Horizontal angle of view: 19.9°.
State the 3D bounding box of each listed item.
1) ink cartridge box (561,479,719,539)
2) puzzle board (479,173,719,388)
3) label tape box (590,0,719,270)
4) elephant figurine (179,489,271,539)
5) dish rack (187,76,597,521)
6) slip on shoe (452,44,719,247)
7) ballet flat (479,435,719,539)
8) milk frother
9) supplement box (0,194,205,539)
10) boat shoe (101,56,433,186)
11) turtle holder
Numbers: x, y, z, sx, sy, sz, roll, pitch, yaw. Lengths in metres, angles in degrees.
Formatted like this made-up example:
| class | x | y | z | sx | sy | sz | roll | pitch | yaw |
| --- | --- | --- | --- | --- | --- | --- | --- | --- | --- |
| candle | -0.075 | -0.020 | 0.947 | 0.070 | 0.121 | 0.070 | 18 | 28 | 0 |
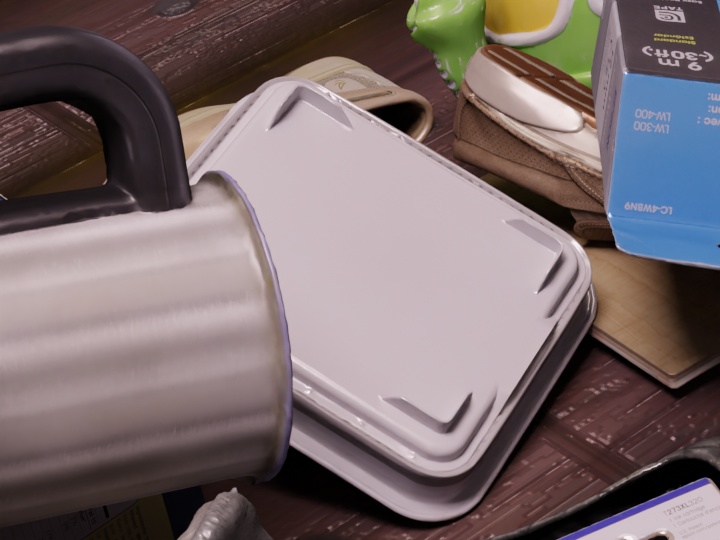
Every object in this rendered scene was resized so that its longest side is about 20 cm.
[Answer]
| class | x | y | z | sx | sy | sz | roll | pitch | yaw |
| --- | --- | --- | --- | --- | --- | --- | --- | --- | --- |
| ink cartridge box | 0.131 | 0.161 | 0.710 | 0.094 | 0.037 | 0.200 | -20 | 43 | -13 |
| puzzle board | 0.145 | -0.017 | 1.016 | 0.150 | 0.018 | 0.200 | -27 | 37 | -24 |
| label tape box | 0.180 | -0.068 | 0.912 | 0.142 | 0.067 | 0.200 | 7 | 27 | 0 |
| elephant figurine | -0.056 | 0.145 | 0.709 | 0.154 | 0.142 | 0.200 | 19 | 46 | 40 |
| dish rack | 0.000 | 0.000 | 0.917 | 0.199 | 0.044 | 0.172 | 32 | 54 | 8 |
| slip on shoe | 0.127 | -0.041 | 0.993 | 0.199 | 0.061 | 0.076 | 31 | 21 | 23 |
| ballet flat | 0.098 | 0.109 | 0.807 | 0.199 | 0.057 | 0.066 | -25 | 35 | -19 |
| milk frother | -0.113 | 0.027 | 0.675 | 0.187 | 0.182 | 0.200 | -11 | 30 | -21 |
| supplement box | -0.206 | 0.075 | 0.876 | 0.199 | 0.135 | 0.199 | -31 | 40 | -27 |
| boat shoe | -0.047 | -0.044 | 0.997 | 0.065 | 0.073 | 0.199 | 21 | 41 | 41 |
| turtle holder | 0.115 | -0.153 | 1.102 | 0.184 | 0.133 | 0.141 | -13 | 21 | 3 |
